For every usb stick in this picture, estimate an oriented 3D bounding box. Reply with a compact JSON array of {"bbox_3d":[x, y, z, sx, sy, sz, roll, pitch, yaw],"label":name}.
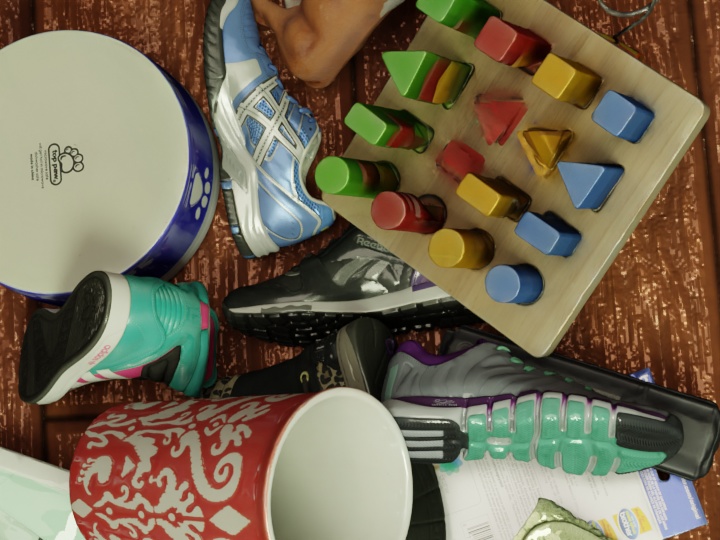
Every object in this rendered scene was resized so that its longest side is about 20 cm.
[{"bbox_3d":[0.147,0.089,1.140,0.200,0.033,0.055,17,91,14],"label":"usb stick"}]

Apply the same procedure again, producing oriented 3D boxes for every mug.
[{"bbox_3d":[-0.094,0.156,1.072,0.200,0.133,0.178,-2,48,41],"label":"mug"}]

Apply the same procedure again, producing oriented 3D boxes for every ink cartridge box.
[{"bbox_3d":[0.127,0.155,1.167,0.200,0.042,0.119,-21,76,9],"label":"ink cartridge box"}]

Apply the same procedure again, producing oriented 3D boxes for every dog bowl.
[{"bbox_3d":[-0.210,-0.073,1.241,0.200,0.079,0.200,-1,82,10],"label":"dog bowl"}]

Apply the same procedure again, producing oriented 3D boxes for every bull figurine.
[{"bbox_3d":[-0.004,-0.219,1.198,0.200,0.065,0.121,-44,71,36],"label":"bull figurine"}]

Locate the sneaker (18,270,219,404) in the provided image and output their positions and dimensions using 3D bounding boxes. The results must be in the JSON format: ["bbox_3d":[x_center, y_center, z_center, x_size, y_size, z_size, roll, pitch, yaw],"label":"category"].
[{"bbox_3d":[-0.163,0.053,1.199,0.121,0.200,0.084,10,70,-28],"label":"sneaker"}]

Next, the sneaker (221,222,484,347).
[{"bbox_3d":[0.000,0.000,1.206,0.200,0.076,0.088,-6,69,3],"label":"sneaker"}]

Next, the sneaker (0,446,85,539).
[{"bbox_3d":[-0.289,0.182,1.216,0.200,0.074,0.118,17,79,10],"label":"sneaker"}]

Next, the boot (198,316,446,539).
[{"bbox_3d":[-0.029,0.148,1.162,0.154,0.073,0.204,-19,76,31],"label":"boot"}]

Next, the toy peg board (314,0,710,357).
[{"bbox_3d":[0.082,-0.078,1.093,0.199,0.098,0.200,37,105,21],"label":"toy peg board"}]

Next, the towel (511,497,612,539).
[{"bbox_3d":[0.162,0.258,1.116,0.200,0.036,0.148,32,89,-10],"label":"towel"}]

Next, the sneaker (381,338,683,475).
[{"bbox_3d":[0.111,0.079,1.100,0.200,0.074,0.088,4,53,-1],"label":"sneaker"}]

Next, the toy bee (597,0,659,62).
[{"bbox_3d":[0.169,-0.118,1.181,0.200,0.109,0.131,-42,85,27],"label":"toy bee"}]

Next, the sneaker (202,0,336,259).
[{"bbox_3d":[-0.070,-0.112,1.231,0.077,0.076,0.200,-11,89,2],"label":"sneaker"}]
